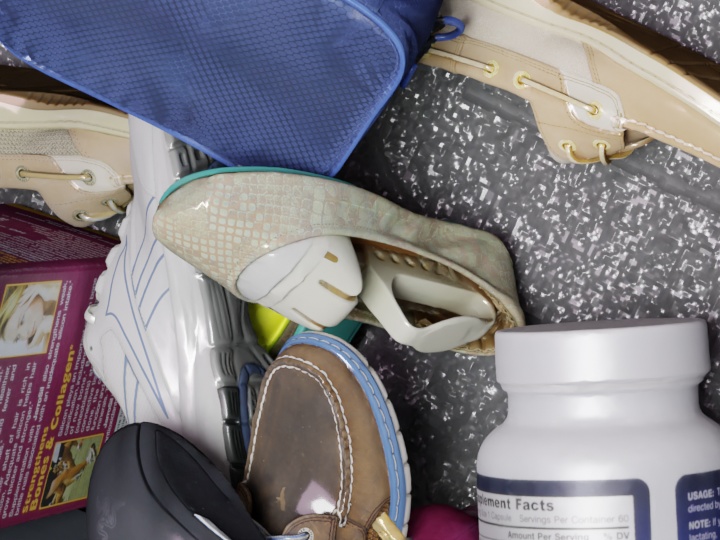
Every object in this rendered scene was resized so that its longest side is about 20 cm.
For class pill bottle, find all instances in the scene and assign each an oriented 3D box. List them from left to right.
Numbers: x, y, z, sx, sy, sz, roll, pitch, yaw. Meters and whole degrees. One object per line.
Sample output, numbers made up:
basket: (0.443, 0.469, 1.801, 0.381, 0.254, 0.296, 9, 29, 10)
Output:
pill bottle: (0.110, 0.123, 1.150, 0.116, 0.116, 0.200, -2, 91, 22)

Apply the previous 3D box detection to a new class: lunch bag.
lunch bag: (-0.047, -0.141, 1.130, 0.200, 0.132, 0.136, 28, 141, -10)

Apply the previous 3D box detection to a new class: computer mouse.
computer mouse: (-0.040, 0.132, 1.072, 0.200, 0.046, 0.140, 53, 126, 14)

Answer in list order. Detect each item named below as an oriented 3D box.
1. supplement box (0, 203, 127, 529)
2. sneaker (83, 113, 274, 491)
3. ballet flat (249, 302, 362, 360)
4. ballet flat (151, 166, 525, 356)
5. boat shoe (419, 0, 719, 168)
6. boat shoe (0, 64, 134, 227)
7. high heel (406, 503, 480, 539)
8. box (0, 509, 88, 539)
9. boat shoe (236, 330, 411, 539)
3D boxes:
supplement box: (-0.182, 0.044, 1.217, 0.103, 0.200, 0.131, 18, 98, 20)
sneaker: (-0.090, 0.012, 1.183, 0.087, 0.075, 0.200, -7, 88, 27)
ballet flat: (-0.049, 0.047, 1.245, 0.067, 0.067, 0.200, 37, 102, 38)
ballet flat: (0.000, 0.000, 1.146, 0.067, 0.200, 0.062, -47, 50, 34)
boat shoe: (0.103, -0.080, 1.172, 0.200, 0.074, 0.069, 31, 105, 27)
boat shoe: (-0.129, -0.057, 1.266, 0.200, 0.072, 0.065, 8, 108, 20)
high heel: (-0.014, 0.182, 1.210, 0.200, 0.096, 0.067, -40, 78, 18)
box: (-0.177, 0.184, 1.276, 0.200, 0.079, 0.141, 22, 112, 19)
boat shoe: (-0.026, 0.127, 1.136, 0.072, 0.072, 0.200, 11, 111, 34)
